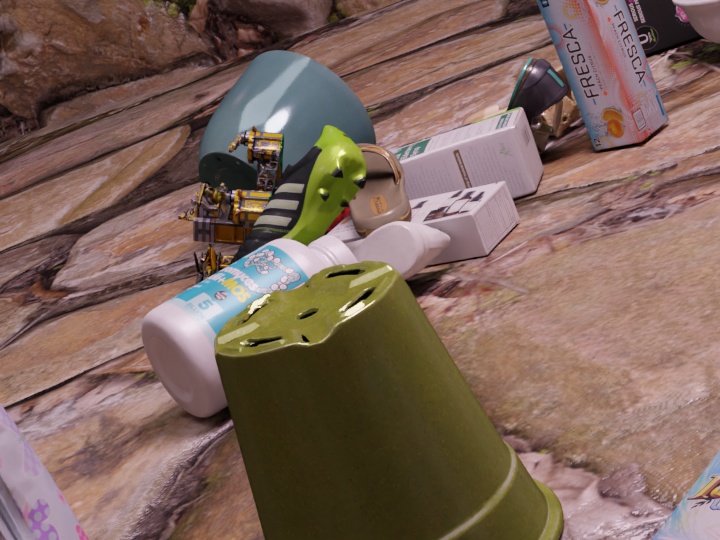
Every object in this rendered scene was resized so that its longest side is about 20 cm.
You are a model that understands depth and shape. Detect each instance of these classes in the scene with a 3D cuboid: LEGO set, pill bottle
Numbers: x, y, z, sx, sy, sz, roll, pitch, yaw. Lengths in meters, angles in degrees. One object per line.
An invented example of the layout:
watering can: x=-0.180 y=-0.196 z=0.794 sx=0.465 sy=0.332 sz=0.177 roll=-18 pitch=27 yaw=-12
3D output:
LEGO set: x=-0.153 y=-0.071 z=1.714 sx=0.116 sy=0.154 sz=0.200 roll=4 pitch=42 yaw=1
pill bottle: x=-0.093 y=0.042 z=1.392 sx=0.200 sy=0.111 sz=0.111 roll=-31 pitch=18 yaw=-27

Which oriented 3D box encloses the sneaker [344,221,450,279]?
sneaker: x=0.000 y=0.000 z=1.507 sx=0.200 sy=0.075 sz=0.088 roll=-16 pitch=-3 yaw=34

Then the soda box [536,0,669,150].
soda box: x=0.261 y=-0.234 z=1.636 sx=0.068 sy=0.200 sz=0.064 roll=-7 pitch=23 yaw=47

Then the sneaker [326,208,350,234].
sneaker: x=-0.035 y=-0.073 z=1.778 sx=0.096 sy=0.079 sz=0.200 roll=-21 pitch=5 yaw=44

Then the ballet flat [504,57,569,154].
ballet flat: x=0.188 y=-0.165 z=1.722 sx=0.073 sy=0.073 sz=0.200 roll=-31 pitch=-16 yaw=-26

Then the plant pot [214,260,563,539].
plant pot: x=0.000 y=0.103 z=0.934 sx=0.200 sy=0.190 sz=0.200 roll=-21 pitch=17 yaw=7

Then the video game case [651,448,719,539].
video game case: x=0.231 y=0.149 z=0.737 sx=0.200 sy=0.045 sz=0.181 roll=-8 pitch=21 yaw=43

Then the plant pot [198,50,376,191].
plant pot: x=-0.106 y=-0.146 z=1.880 sx=0.201 sy=0.201 sz=0.161 roll=-5 pitch=37 yaw=46

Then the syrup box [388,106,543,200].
syrup box: x=0.094 y=-0.106 z=1.666 sx=0.200 sy=0.081 sz=0.079 roll=-16 pitch=16 yaw=19

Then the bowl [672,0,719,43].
bowl: x=0.482 y=-0.318 z=1.806 sx=0.201 sy=0.090 sz=0.201 roll=-20 pitch=16 yaw=6

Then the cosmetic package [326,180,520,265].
cosmetic package: x=0.057 y=-0.040 z=1.561 sx=0.200 sy=0.051 sz=0.083 roll=-10 pitch=19 yaw=36

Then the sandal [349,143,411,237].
sandal: x=0.006 y=-0.097 z=1.580 sx=0.080 sy=0.054 sz=0.200 roll=-25 pitch=27 yaw=2

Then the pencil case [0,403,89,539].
pencil case: x=-0.253 y=0.167 z=1.061 sx=0.083 sy=0.200 sz=0.091 roll=-29 pitch=9 yaw=0

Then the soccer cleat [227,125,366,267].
soccer cleat: x=-0.067 y=-0.052 z=1.475 sx=0.200 sy=0.068 sz=0.081 roll=-49 pitch=39 yaw=19

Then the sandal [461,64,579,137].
sandal: x=0.220 y=-0.180 z=1.803 sx=0.212 sy=0.078 sz=0.070 roll=-24 pitch=46 yaw=23

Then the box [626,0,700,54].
box: x=0.438 y=-0.383 z=2.010 sx=0.200 sy=0.124 sz=0.149 roll=-17 pitch=17 yaw=16
